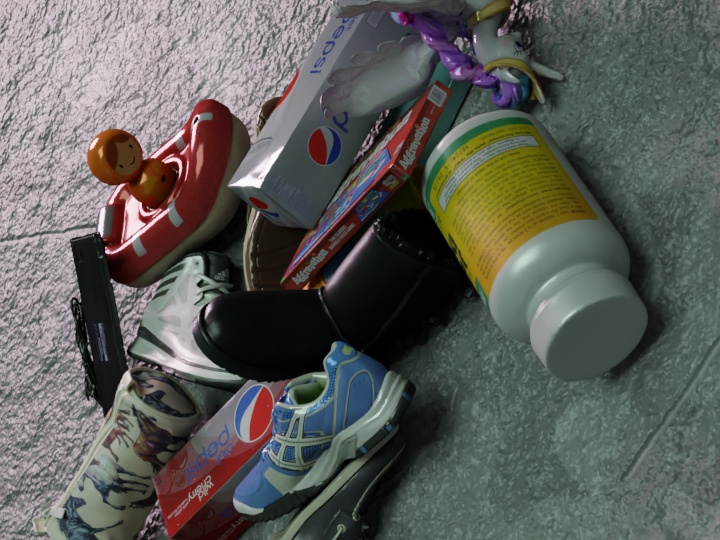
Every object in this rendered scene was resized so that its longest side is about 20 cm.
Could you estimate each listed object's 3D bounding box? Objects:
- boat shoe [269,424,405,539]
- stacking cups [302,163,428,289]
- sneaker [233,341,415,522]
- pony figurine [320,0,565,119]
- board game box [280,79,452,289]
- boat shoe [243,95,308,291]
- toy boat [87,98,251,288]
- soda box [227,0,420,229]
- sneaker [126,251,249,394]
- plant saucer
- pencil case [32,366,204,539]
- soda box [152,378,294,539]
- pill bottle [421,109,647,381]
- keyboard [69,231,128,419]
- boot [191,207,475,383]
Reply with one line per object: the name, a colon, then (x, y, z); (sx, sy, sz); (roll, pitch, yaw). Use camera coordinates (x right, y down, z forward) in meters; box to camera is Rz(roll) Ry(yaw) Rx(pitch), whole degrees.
boat shoe: (-0.021, 0.208, 1.499); (0.200, 0.063, 0.073); (-49, 3, 9)
stacking cups: (0.000, 0.000, 1.543); (0.200, 0.060, 0.061); (-48, 46, 27)
sneaker: (-0.042, 0.128, 1.479); (0.200, 0.077, 0.076); (-44, 10, 30)
pony figurine: (0.057, -0.215, 1.496); (0.167, 0.191, 0.202); (105, 157, -64)
board game box: (0.002, -0.065, 1.498); (0.200, 0.019, 0.103); (-45, 13, 49)
boat shoe: (-0.067, -0.047, 1.642); (0.075, 0.074, 0.205); (138, 137, -76)
toy boat: (-0.195, -0.086, 1.718); (0.199, 0.130, 0.131); (-37, 36, 30)
soda box: (-0.029, -0.135, 1.581); (0.201, 0.063, 0.068); (-59, 26, -12)
sneaker: (-0.134, 0.042, 1.656); (0.200, 0.075, 0.117); (16, 88, 51)
plant saucer: (0.032, -0.097, 1.582); (0.070, 0.019, 0.202); (33, 100, 48)
pencil case: (-0.214, 0.176, 1.652); (0.201, 0.089, 0.078); (-59, 38, 26)
soda box: (-0.089, 0.150, 1.575); (0.200, 0.063, 0.070); (-45, 46, 25)
pill bottle: (0.131, -0.017, 1.376); (0.113, 0.112, 0.201); (-48, 46, 21)
keyboard: (-0.243, 0.066, 1.745); (0.127, 0.020, 0.202); (-7, 94, 62)
boot: (-0.016, 0.018, 1.460); (0.163, 0.197, 0.074); (-47, 49, 31)
